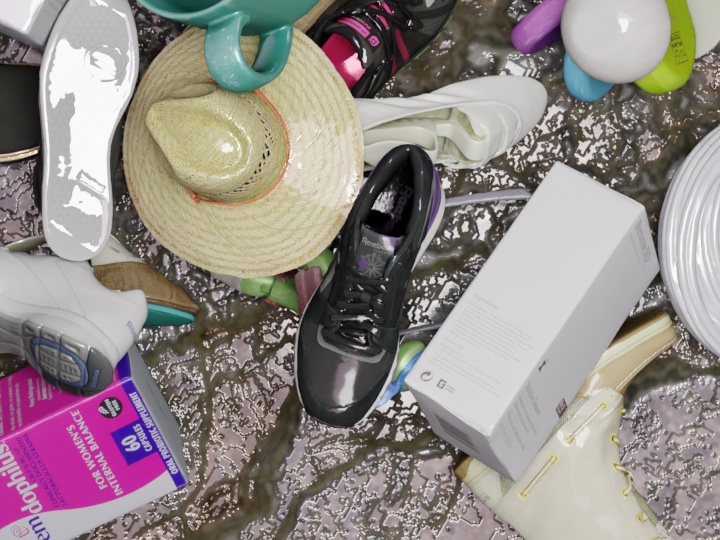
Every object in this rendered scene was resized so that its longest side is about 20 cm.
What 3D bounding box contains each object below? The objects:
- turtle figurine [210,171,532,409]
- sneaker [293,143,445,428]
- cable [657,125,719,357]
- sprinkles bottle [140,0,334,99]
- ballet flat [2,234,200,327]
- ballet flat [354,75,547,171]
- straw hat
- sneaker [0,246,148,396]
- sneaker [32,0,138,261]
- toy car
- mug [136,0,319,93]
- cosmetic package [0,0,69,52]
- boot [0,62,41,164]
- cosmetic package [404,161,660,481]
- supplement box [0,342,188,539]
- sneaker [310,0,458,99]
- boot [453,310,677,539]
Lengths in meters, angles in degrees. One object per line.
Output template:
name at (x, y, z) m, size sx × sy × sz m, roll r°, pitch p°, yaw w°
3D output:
turtle figurine at (0.000, 0.000, 1.668) m, size 0.193 × 0.144 × 0.200 m, roll 33°, pitch 77°, yaw 16°
sneaker at (0.001, 0.006, 1.545) m, size 0.075 × 0.088 × 0.201 m, roll 16°, pitch 77°, yaw 7°
cable at (0.314, -0.022, 1.674) m, size 0.200 × 0.069 × 0.200 m, roll -33°, pitch 97°, yaw -9°
sprinkles bottle at (-0.074, -0.189, 1.665) m, size 0.200 × 0.068 × 0.068 m, roll -44°, pitch 90°, yaw 16°
ballet flat at (-0.221, 0.007, 1.699) m, size 0.199 × 0.068 × 0.073 m, roll -3°, pitch 71°, yaw 4°
ballet flat at (0.056, -0.099, 1.662) m, size 0.199 × 0.069 × 0.070 m, roll -7°, pitch 90°, yaw -22°
straw hat at (-0.101, -0.092, 1.586) m, size 0.200 × 0.085 × 0.202 m, roll -1°, pitch 87°, yaw 24°
sneaker at (-0.241, 0.021, 1.633) m, size 0.199 × 0.075 × 0.087 m, roll 26°, pitch 51°, yaw 22°
sneaker at (-0.207, -0.112, 1.647) m, size 0.070 × 0.099 × 0.201 m, roll 5°, pitch 97°, yaw -15°
toy car at (0.168, -0.213, 1.658) m, size 0.150 × 0.175 × 0.201 m, roll -25°, pitch 91°, yaw 35°
mug at (-0.088, -0.226, 1.570) m, size 0.152 × 0.114 × 0.186 m, roll 24°, pitch 98°, yaw 33°
cosmetic package at (-0.237, -0.273, 1.622) m, size 0.122 × 0.199 × 0.201 m, roll 24°, pitch 90°, yaw 0°
boot at (-0.293, -0.131, 1.644) m, size 0.199 × 0.138 × 0.078 m, roll -7°, pitch 76°, yaw -8°
cosmetic package at (0.126, 0.037, 1.611) m, size 0.081 × 0.113 × 0.200 m, roll 31°, pitch 78°, yaw 25°
supplement box at (-0.240, 0.139, 1.659) m, size 0.199 × 0.103 × 0.102 m, roll -25°, pitch 115°, yaw 2°
sneaker at (0.013, -0.178, 1.680) m, size 0.077 × 0.084 × 0.200 m, roll 35°, pitch 90°, yaw -1°
boot at (0.190, 0.141, 1.688) m, size 0.200 × 0.072 × 0.155 m, roll -40°, pitch 90°, yaw 4°
